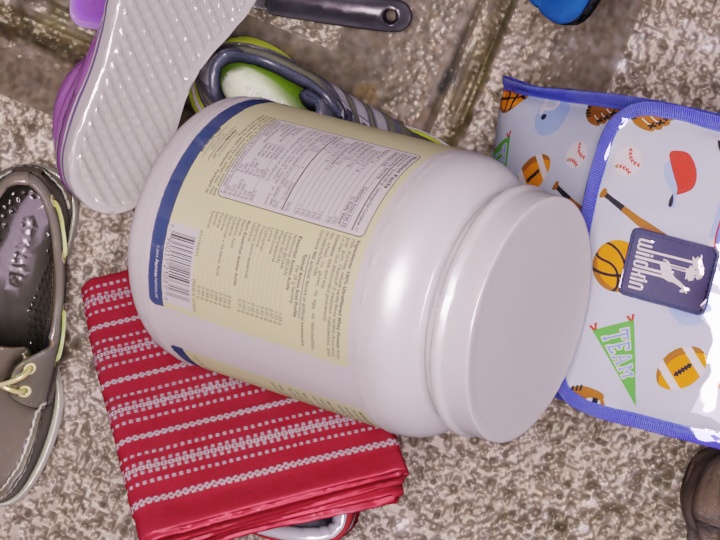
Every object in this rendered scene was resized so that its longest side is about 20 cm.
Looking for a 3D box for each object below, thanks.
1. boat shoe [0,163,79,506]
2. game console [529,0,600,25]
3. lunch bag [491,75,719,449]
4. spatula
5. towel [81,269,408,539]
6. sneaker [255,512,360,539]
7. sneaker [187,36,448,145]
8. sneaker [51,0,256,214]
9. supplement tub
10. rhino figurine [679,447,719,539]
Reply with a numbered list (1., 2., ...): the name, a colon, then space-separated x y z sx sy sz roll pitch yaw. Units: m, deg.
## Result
1. boat shoe: -0.205 0.039 1.149 0.072 0.060 0.203 9 93 0
2. game console: 0.129 -0.254 1.102 0.200 0.118 0.171 51 125 32
3. lunch bag: 0.148 -0.007 1.062 0.123 0.200 0.171 8 97 -36
4. spatula: -0.069 -0.158 1.155 0.199 0.021 0.057 5 106 -2
5. towel: -0.067 0.062 1.080 0.144 0.200 0.023 -13 135 -9
6. sneaker: -0.075 0.079 1.123 0.200 0.112 0.071 41 93 -1
7. sneaker: -0.013 -0.067 1.130 0.199 0.081 0.074 28 94 -1
8. sneaker: -0.120 -0.136 1.110 0.072 0.114 0.201 28 94 -21
9. supplement tub: 0.000 0.000 1.004 0.199 0.145 0.146 16 94 30
10. rhino figurine: 0.207 0.132 1.083 0.059 0.200 0.088 8 84 3
